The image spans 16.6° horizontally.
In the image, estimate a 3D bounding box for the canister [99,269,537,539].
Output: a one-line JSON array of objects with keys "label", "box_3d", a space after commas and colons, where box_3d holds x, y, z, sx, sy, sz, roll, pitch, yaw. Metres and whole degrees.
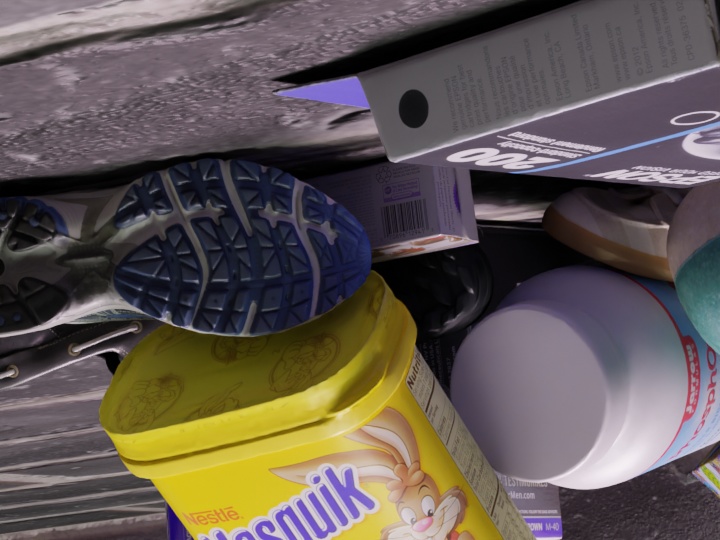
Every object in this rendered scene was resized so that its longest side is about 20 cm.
[{"label": "canister", "box_3d": [-0.006, 0.109, 1.135, 0.148, 0.200, 0.087, -15, -147, 29]}]

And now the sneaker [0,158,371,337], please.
[{"label": "sneaker", "box_3d": [-0.091, -0.011, 1.096, 0.199, 0.078, 0.085, 0, -178, 9]}]

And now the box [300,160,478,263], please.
[{"label": "box", "box_3d": [-0.041, -0.016, 1.150, 0.199, 0.042, 0.039, -12, 170, 29]}]

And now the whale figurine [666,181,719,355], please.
[{"label": "whale figurine", "box_3d": [0.239, -0.015, 1.111, 0.199, 0.104, 0.159, -24, 160, 23]}]

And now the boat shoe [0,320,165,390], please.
[{"label": "boat shoe", "box_3d": [-0.115, 0.031, 1.328, 0.199, 0.068, 0.072, -5, 170, -14]}]

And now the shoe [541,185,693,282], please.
[{"label": "shoe", "box_3d": [0.174, -0.027, 1.227, 0.199, 0.054, 0.070, 5, -163, -35]}]

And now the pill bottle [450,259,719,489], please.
[{"label": "pill bottle", "box_3d": [0.124, 0.048, 1.221, 0.108, 0.109, 0.200, -11, 180, 29]}]

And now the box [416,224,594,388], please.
[{"label": "box", "box_3d": [0.044, 0.046, 1.394, 0.148, 0.108, 0.200, 2, 168, -43]}]

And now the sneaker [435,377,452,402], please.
[{"label": "sneaker", "box_3d": [-0.034, 0.062, 1.224, 0.199, 0.075, 0.100, 5, 158, 23]}]

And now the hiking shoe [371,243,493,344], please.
[{"label": "hiking shoe", "box_3d": [0.000, 0.000, 1.216, 0.086, 0.075, 0.199, -3, -177, -43]}]

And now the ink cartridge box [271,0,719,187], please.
[{"label": "ink cartridge box", "box_3d": [0.103, -0.063, 0.939, 0.199, 0.044, 0.198, -12, 170, 40]}]

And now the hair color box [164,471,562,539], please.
[{"label": "hair color box", "box_3d": [-0.001, 0.129, 1.348, 0.199, 0.065, 0.109, -16, 165, 42]}]

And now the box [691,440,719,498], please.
[{"label": "box", "box_3d": [0.301, 0.071, 1.363, 0.200, 0.122, 0.193, -48, 174, -6]}]
